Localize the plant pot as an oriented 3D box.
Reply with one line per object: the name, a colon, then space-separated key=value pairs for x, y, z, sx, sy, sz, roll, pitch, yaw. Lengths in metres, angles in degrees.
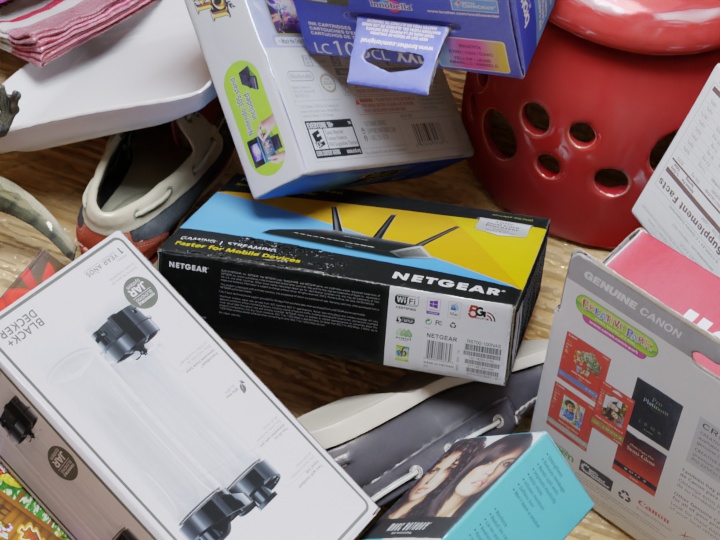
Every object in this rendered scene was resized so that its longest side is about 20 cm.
plant pot: x=0.170 y=-0.143 z=1.056 sx=0.198 sy=0.183 sz=0.202 roll=3 pitch=48 yaw=-3

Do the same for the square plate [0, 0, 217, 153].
square plate: x=-0.141 y=-0.129 z=1.058 sx=0.196 sy=0.029 sz=0.200 roll=-8 pitch=28 yaw=26

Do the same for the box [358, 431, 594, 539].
box: x=0.021 y=0.160 z=0.815 sx=0.200 sy=0.082 sz=0.049 roll=-42 pitch=104 yaw=-30

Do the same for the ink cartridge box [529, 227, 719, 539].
ink cartridge box: x=0.194 y=0.077 z=0.854 sx=0.199 sy=0.176 sz=0.084 roll=34 pitch=54 yaw=25

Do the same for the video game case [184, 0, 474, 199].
video game case: x=-0.024 y=-0.141 z=1.010 sx=0.199 sy=0.045 sz=0.183 roll=-11 pitch=81 yaw=-58

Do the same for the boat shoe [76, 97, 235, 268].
boat shoe: x=-0.126 y=-0.075 z=1.052 sx=0.071 sy=0.063 sz=0.201 roll=13 pitch=46 yaw=11

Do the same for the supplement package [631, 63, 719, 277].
supplement package: x=0.290 y=-0.026 z=0.958 sx=0.199 sy=0.111 sz=0.156 roll=-2 pitch=43 yaw=-35

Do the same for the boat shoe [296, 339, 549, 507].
boat shoe: x=0.049 y=0.087 z=0.930 sx=0.199 sy=0.063 sz=0.072 roll=-18 pitch=6 yaw=-29

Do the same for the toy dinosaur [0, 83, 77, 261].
toy dinosaur: x=-0.244 y=-0.074 z=0.961 sx=0.199 sy=0.089 sz=0.047 roll=17 pitch=5 yaw=-31

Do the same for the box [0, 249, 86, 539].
box: x=-0.164 y=0.095 z=0.856 sx=0.136 sy=0.039 sz=0.200 roll=37 pitch=43 yaw=-6

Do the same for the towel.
towel: x=-0.230 y=-0.209 z=1.167 sx=0.199 sy=0.023 sz=0.144 roll=26 pitch=49 yaw=36

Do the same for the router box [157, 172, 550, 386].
router box: x=0.000 y=0.000 z=0.951 sx=0.198 sy=0.052 sz=0.149 roll=9 pitch=21 yaw=10

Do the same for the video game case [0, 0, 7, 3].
video game case: x=-0.301 y=-0.226 z=1.157 sx=0.180 sy=0.036 sz=0.200 roll=-26 pitch=39 yaw=-24

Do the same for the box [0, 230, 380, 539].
box: x=-0.099 y=0.091 z=0.833 sx=0.200 sy=0.060 sz=0.117 roll=45 pitch=43 yaw=3

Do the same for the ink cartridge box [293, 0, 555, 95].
ink cartridge box: x=0.046 y=-0.186 z=0.935 sx=0.135 sy=0.077 sz=0.201 roll=10 pitch=52 yaw=22
